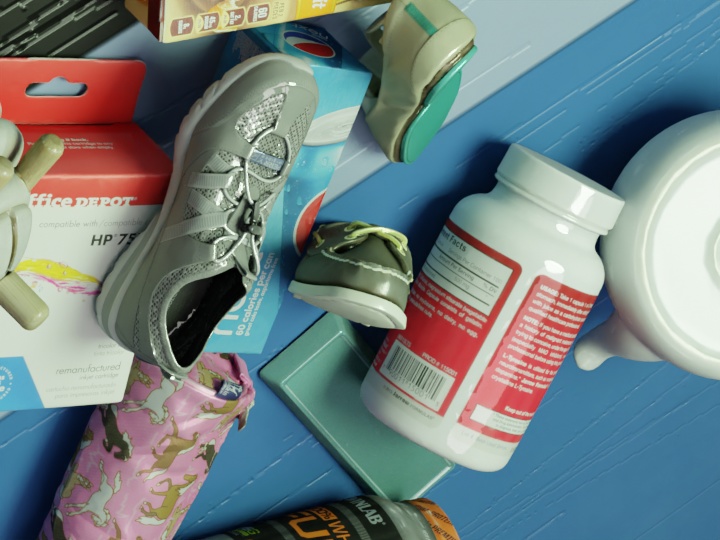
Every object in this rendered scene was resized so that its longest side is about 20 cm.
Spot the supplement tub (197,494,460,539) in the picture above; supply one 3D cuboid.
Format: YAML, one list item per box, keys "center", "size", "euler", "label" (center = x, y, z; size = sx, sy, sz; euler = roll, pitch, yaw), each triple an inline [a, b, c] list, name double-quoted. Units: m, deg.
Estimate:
- center: [-0.032, 0.227, 1.497]
  size: [0.200, 0.123, 0.123]
  euler: [-13, 128, -26]
  label: "supplement tub"

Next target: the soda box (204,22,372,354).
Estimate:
- center: [-0.067, -0.050, 1.314]
  size: [0.068, 0.064, 0.200]
  euler: [4, 119, -37]
  label: "soda box"

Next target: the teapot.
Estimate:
- center: [0.251, -0.026, 1.502]
  size: [0.199, 0.146, 0.198]
  euler: [-5, 101, -8]
  label: "teapot"

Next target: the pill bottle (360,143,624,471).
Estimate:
- center: [0.091, 0.023, 1.435]
  size: [0.112, 0.112, 0.200]
  euler: [20, 101, -42]
  label: "pill bottle"

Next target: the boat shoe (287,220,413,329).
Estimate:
- center: [-0.003, -0.001, 1.322]
  size: [0.072, 0.202, 0.060]
  euler: [21, 88, -6]
  label: "boat shoe"

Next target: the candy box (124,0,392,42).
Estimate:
- center: [-0.033, -0.206, 1.229]
  size: [0.200, 0.055, 0.116]
  euler: [-13, 128, -27]
  label: "candy box"

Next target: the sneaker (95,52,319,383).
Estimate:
- center: [-0.071, -0.026, 1.222]
  size: [0.075, 0.082, 0.200]
  euler: [12, 112, -42]
  label: "sneaker"

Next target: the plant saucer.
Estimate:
- center: [0.004, 0.105, 1.511]
  size: [0.070, 0.019, 0.200]
  euler: [-41, 136, -2]
  label: "plant saucer"

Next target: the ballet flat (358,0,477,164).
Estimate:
- center: [0.029, -0.121, 1.306]
  size: [0.069, 0.070, 0.200]
  euler: [-30, 171, -13]
  label: "ballet flat"

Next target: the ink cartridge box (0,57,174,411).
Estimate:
- center: [-0.180, -0.020, 1.255]
  size: [0.116, 0.067, 0.200]
  euler: [-3, 122, -34]
  label: "ink cartridge box"

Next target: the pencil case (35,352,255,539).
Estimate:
- center: [-0.142, 0.133, 1.386]
  size: [0.200, 0.086, 0.083]
  euler: [-61, 163, 18]
  label: "pencil case"

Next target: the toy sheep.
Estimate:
- center: [-0.232, -0.048, 1.126]
  size: [0.138, 0.200, 0.138]
  euler: [-40, 173, -6]
  label: "toy sheep"
